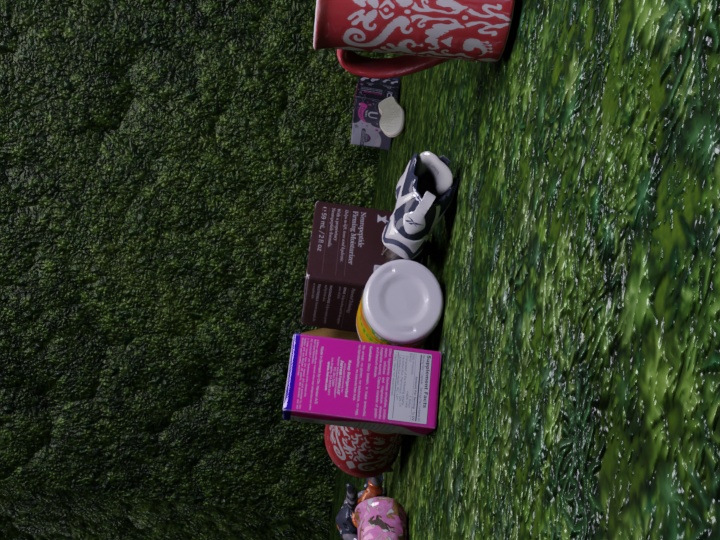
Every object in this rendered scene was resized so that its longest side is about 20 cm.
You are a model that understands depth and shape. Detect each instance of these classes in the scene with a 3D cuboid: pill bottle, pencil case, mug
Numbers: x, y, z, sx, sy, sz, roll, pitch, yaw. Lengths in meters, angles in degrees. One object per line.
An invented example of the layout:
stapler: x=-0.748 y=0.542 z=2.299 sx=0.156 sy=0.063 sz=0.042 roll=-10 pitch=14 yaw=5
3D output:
pill bottle: x=0.050 y=0.065 z=1.251 sx=0.200 sy=0.108 sz=0.114 roll=105 pitch=172 yaw=-74
pencil case: x=0.026 y=0.418 z=1.228 sx=0.203 sy=0.085 sz=0.083 roll=-85 pitch=-28 yaw=-46
mug: x=0.019 y=0.216 z=1.403 sx=0.201 sy=0.130 sz=0.182 roll=109 pitch=167 yaw=-62
mug: x=0.055 y=-0.287 z=0.938 sx=0.178 sy=0.195 sz=0.137 roll=141 pitch=136 yaw=-87

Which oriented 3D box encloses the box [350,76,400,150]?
box: x=0.042 y=-0.477 z=2.642 sx=0.202 sy=0.129 sz=0.117 roll=100 pitch=178 yaw=-53

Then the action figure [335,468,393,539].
action figure: x=0.001 y=0.416 z=1.602 sx=0.195 sy=0.102 sz=0.204 roll=115 pitch=162 yaw=-51

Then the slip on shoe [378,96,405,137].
slip on shoe: x=0.087 y=-0.392 z=2.297 sx=0.062 sy=0.073 sz=0.201 roll=59 pitch=-169 yaw=-28

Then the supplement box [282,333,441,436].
supplement box: x=0.001 y=0.153 z=1.155 sx=0.101 sy=0.195 sz=0.106 roll=108 pitch=170 yaw=-74

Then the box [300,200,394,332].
box: x=0.000 y=0.000 z=1.580 sx=0.166 sy=0.195 sz=0.169 roll=101 pitch=175 yaw=-56

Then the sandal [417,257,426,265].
sandal: x=0.088 y=0.008 z=1.439 sx=0.076 sy=0.042 sz=0.205 roll=80 pitch=-174 yaw=-74

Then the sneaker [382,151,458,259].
sneaker: x=0.096 y=-0.122 z=1.209 sx=0.130 sy=0.079 sz=0.200 roll=-57 pitch=0 yaw=41

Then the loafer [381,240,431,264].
loafer: x=0.060 y=-0.044 z=1.306 sx=0.073 sy=0.072 sz=0.200 roll=63 pitch=-172 yaw=-3

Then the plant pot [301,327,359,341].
plant pot: x=-0.027 y=0.181 z=1.736 sx=0.186 sy=0.195 sz=0.192 roll=-172 pitch=90 yaw=-88
